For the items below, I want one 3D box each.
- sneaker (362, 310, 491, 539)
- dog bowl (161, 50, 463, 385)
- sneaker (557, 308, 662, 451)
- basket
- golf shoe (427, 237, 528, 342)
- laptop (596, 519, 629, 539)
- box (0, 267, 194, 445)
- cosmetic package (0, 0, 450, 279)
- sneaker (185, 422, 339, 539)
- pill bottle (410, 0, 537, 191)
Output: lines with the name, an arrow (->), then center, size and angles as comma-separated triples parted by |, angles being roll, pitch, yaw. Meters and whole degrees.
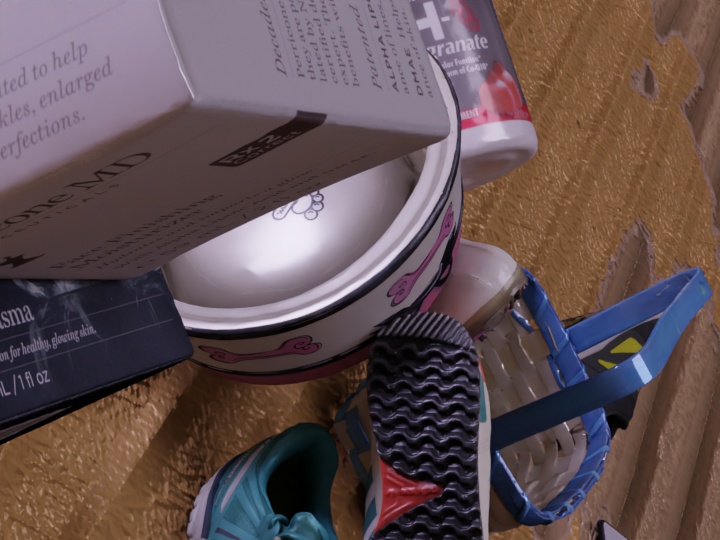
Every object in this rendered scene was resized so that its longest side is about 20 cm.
sneaker -> 0.035, 0.126, 1.266 | 0.093, 0.070, 0.201 | 44, 48, -73
dog bowl -> -0.037, -0.031, 1.305 | 0.074, 0.199, 0.201 | 64, 19, -49
sneaker -> 0.157, 0.073, 1.763 | 0.200, 0.074, 0.085 | -16, 90, -57
basket -> 0.095, 0.067, 1.465 | 0.140, 0.199, 0.176 | 65, 24, -6
golf shoe -> 0.000, 0.000, 1.362 | 0.073, 0.199, 0.092 | -51, 120, -30
laptop -> 0.259, 0.271, 1.737 | 0.187, 0.115, 0.201 | 40, 37, -47
box -> -0.191, -0.020, 1.054 | 0.198, 0.123, 0.200 | 66, 24, 2
cosmetic package -> -0.098, -0.100, 0.968 | 0.200, 0.164, 0.166 | -1, 70, -62
sneaker -> -0.048, 0.151, 1.240 | 0.077, 0.080, 0.201 | 32, 36, -24
pill bottle -> 0.031, -0.150, 1.627 | 0.111, 0.110, 0.201 | 3, 67, -63
